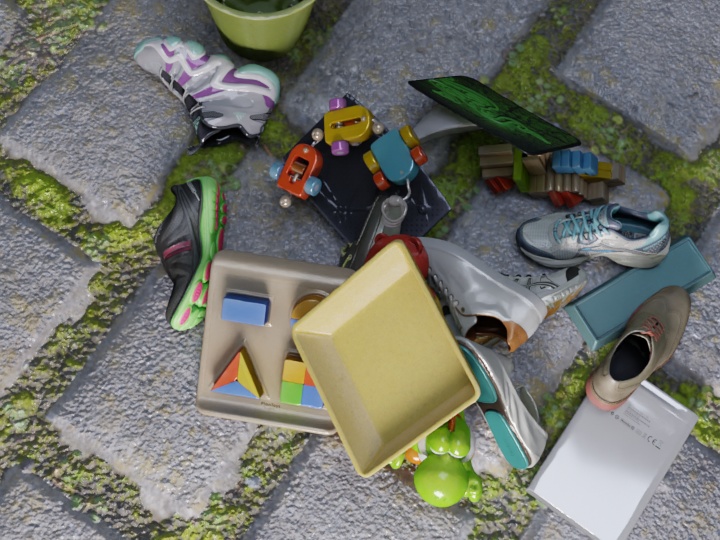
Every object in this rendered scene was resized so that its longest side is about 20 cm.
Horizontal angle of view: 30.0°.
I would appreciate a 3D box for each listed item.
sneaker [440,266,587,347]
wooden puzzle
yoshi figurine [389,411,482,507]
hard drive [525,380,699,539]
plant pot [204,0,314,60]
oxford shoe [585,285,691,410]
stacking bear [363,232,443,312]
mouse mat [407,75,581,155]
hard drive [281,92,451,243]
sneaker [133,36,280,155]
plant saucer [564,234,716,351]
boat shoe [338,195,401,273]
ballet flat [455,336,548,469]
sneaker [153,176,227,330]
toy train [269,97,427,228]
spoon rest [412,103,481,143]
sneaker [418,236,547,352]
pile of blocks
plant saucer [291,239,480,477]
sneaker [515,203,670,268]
[{"bbox_3d":[0.189,0.028,1.681,0.198,0.076,0.088,-25,71,-13],"label":"sneaker"},{"bbox_3d":[-0.102,0.088,1.617,0.183,0.046,0.203,9,95,5],"label":"wooden puzzle"},{"bbox_3d":[0.090,0.223,1.546,0.111,0.200,0.113,-25,82,-2],"label":"yoshi figurine"},{"bbox_3d":[0.310,0.225,1.649,0.131,0.027,0.201,34,72,7],"label":"hard drive"},{"bbox_3d":[-0.128,-0.367,1.732,0.197,0.190,0.203,1,71,-2],"label":"plant pot"},{"bbox_3d":[0.355,0.086,1.649,0.070,0.075,0.200,36,64,9],"label":"oxford shoe"},{"bbox_3d":[0.048,0.057,1.600,0.113,0.121,0.203,-16,109,-37],"label":"stacking bear"},{"bbox_3d":[0.172,-0.201,1.711,0.199,0.160,0.008,33,116,24],"label":"mouse mat"},{"bbox_3d":[0.009,-0.110,1.709,0.135,0.042,0.200,-43,82,9],"label":"hard drive"},{"bbox_3d":[-0.213,-0.215,1.736,0.197,0.078,0.142,16,71,2],"label":"sneaker"},{"bbox_3d":[0.361,0.025,1.723,0.198,0.019,0.070,-29,76,-11],"label":"plant saucer"},{"bbox_3d":[-0.001,0.000,1.657,0.060,0.072,0.204,18,93,23],"label":"boat shoe"},{"bbox_3d":[0.168,0.146,1.617,0.069,0.069,0.201,-36,111,-14],"label":"ballet flat"},{"bbox_3d":[-0.218,-0.019,1.683,0.083,0.077,0.203,0,67,15],"label":"sneaker"},{"bbox_3d":[-0.007,-0.125,1.654,0.198,0.056,0.152,20,88,26],"label":"toy train"},{"bbox_3d":[0.076,-0.183,1.746,0.197,0.099,0.062,0,93,11],"label":"spoon rest"},{"bbox_3d":[0.120,0.029,1.617,0.199,0.073,0.085,29,67,25],"label":"sneaker"},{"bbox_3d":[0.247,-0.118,1.729,0.197,0.082,0.063,5,71,-2],"label":"pile of blocks"},{"bbox_3d":[0.035,0.099,1.513,0.048,0.200,0.202,-4,61,-51],"label":"plant saucer"},{"bbox_3d":[0.296,-0.056,1.703,0.197,0.087,0.079,-1,63,2],"label":"sneaker"}]
